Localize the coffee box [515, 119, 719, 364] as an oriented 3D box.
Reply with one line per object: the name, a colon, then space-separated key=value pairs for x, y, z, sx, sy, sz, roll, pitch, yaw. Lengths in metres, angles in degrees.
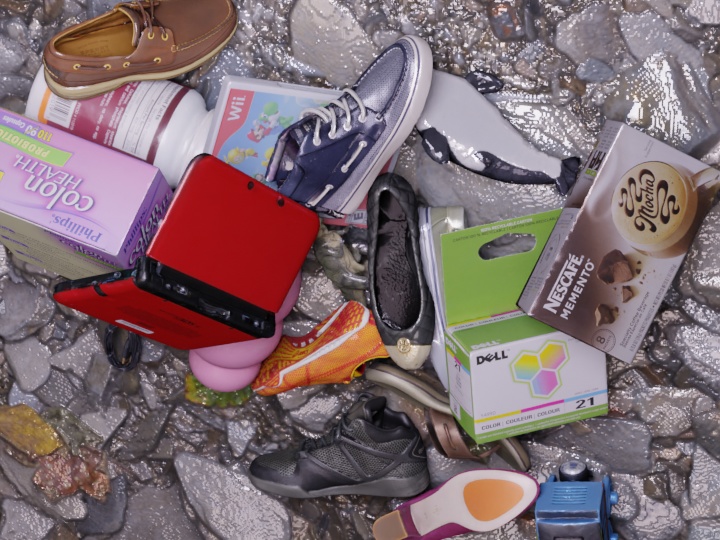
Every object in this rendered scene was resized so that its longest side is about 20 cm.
coffee box: x=0.243 y=-0.027 z=1.451 sx=0.113 sy=0.080 sz=0.201 roll=26 pitch=95 yaw=-6

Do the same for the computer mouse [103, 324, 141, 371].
computer mouse: x=-0.237 y=0.030 z=1.683 sx=0.058 sy=0.034 sz=0.200 roll=18 pitch=124 yaw=-14

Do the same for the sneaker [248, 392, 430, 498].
sneaker: x=-0.028 y=0.187 z=1.671 sx=0.198 sy=0.076 sz=0.115 roll=-3 pitch=111 yaw=13

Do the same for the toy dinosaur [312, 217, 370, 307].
toy dinosaur: x=0.000 y=0.000 z=1.581 sx=0.088 sy=0.048 sz=0.200 roll=-13 pitch=132 yaw=12

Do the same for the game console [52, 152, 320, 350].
game console: x=-0.160 y=-0.011 z=1.440 sx=0.172 sy=0.200 sz=0.119 roll=-10 pitch=68 yaw=31

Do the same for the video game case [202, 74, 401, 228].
video game case: x=-0.057 y=-0.113 z=1.510 sx=0.199 sy=0.017 sz=0.143 roll=5 pitch=121 yaw=-26

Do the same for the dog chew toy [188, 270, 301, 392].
dog chew toy: x=-0.132 y=0.044 z=1.612 sx=0.124 sy=0.125 sz=0.201 roll=19 pitch=126 yaw=6

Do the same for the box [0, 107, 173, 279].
box: x=-0.275 y=-0.055 z=1.525 sx=0.175 sy=0.200 sz=0.097 roll=21 pitch=76 yaw=12

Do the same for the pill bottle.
pill bottle: x=-0.225 y=-0.145 z=1.549 sx=0.199 sy=0.114 sz=0.115 roll=23 pitch=118 yaw=3

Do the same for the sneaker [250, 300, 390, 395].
sneaker: x=-0.043 y=0.099 z=1.620 sx=0.077 sy=0.073 sz=0.200 roll=39 pitch=140 yaw=-25

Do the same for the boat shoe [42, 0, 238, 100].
boat shoe: x=-0.210 y=-0.225 z=1.484 sx=0.199 sy=0.068 sz=0.072 roll=-21 pitch=70 yaw=-14

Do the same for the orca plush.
orca plush: x=0.118 y=-0.132 z=1.507 sx=0.199 sy=0.071 sz=0.106 roll=17 pitch=73 yaw=-4

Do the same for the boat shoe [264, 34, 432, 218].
boat shoe: x=-0.013 y=-0.138 z=1.449 sx=0.092 sy=0.075 sz=0.200 roll=9 pitch=120 yaw=-38

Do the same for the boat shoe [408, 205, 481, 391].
boat shoe: x=0.094 y=0.030 z=1.568 sx=0.062 sy=0.072 sz=0.201 roll=-8 pitch=110 yaw=14

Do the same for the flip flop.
flip flop: x=0.088 y=0.163 z=1.616 sx=0.199 sy=0.081 sz=0.058 roll=29 pitch=76 yaw=3

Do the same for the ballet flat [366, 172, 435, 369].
ballet flat: x=0.032 y=0.003 z=1.514 sx=0.066 sy=0.057 sz=0.201 roll=-5 pitch=102 yaw=17

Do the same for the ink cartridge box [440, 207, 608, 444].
ink cartridge box: x=0.161 y=0.054 z=1.523 sx=0.147 sy=0.076 sz=0.201 roll=-12 pitch=115 yaw=-13

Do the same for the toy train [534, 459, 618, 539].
toy train: x=0.230 y=0.303 z=1.629 sx=0.086 sy=0.114 sz=0.201 roll=-1 pitch=113 yaw=16

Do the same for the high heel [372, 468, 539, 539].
high heel: x=0.115 y=0.254 z=1.647 sx=0.200 sy=0.096 sz=0.068 roll=-28 pitch=75 yaw=26
